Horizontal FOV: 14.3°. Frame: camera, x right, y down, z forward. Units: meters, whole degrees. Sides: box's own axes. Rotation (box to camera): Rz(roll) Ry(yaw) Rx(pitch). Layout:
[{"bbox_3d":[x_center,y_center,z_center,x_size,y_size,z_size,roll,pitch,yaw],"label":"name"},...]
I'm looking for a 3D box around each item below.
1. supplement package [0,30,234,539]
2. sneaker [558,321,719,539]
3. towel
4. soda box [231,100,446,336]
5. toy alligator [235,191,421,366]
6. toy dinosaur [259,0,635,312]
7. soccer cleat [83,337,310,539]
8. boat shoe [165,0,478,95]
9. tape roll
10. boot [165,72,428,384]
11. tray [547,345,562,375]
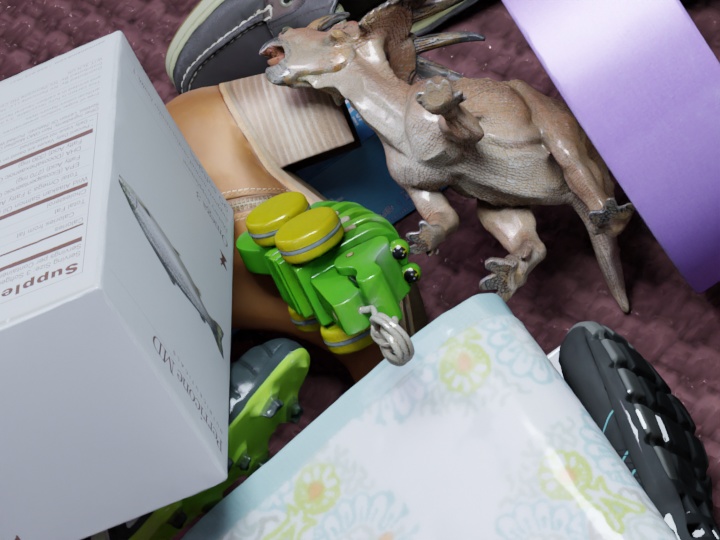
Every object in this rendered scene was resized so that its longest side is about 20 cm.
[{"bbox_3d":[-0.131,0.010,1.248,0.117,0.117,0.200,-22,34,14],"label":"supplement package"},{"bbox_3d":[0.116,0.114,1.220,0.079,0.075,0.201,-31,60,20],"label":"sneaker"},{"bbox_3d":[0.026,0.132,1.206,0.200,0.048,0.171,-41,62,10],"label":"towel"},{"bbox_3d":[-0.045,-0.035,1.455,0.200,0.064,0.068,-34,47,5],"label":"soda box"},{"bbox_3d":[0.000,0.000,1.254,0.054,0.060,0.200,-32,21,-13],"label":"toy alligator"},{"bbox_3d":[0.059,-0.065,1.330,0.086,0.199,0.136,-52,22,28],"label":"toy dinosaur"},{"bbox_3d":[-0.107,0.094,1.277,0.200,0.068,0.081,-46,73,5],"label":"soccer cleat"},{"bbox_3d":[-0.013,-0.135,1.500,0.199,0.073,0.065,-31,48,16],"label":"boat shoe"},{"bbox_3d":[0.124,-0.090,1.294,0.065,0.200,0.201,-33,47,8],"label":"tape roll"},{"bbox_3d":[-0.055,0.011,1.377,0.154,0.074,0.201,-22,75,6],"label":"boot"},{"bbox_3d":[0.054,0.129,1.302,0.200,0.022,0.107,-42,45,-1],"label":"tray"}]
